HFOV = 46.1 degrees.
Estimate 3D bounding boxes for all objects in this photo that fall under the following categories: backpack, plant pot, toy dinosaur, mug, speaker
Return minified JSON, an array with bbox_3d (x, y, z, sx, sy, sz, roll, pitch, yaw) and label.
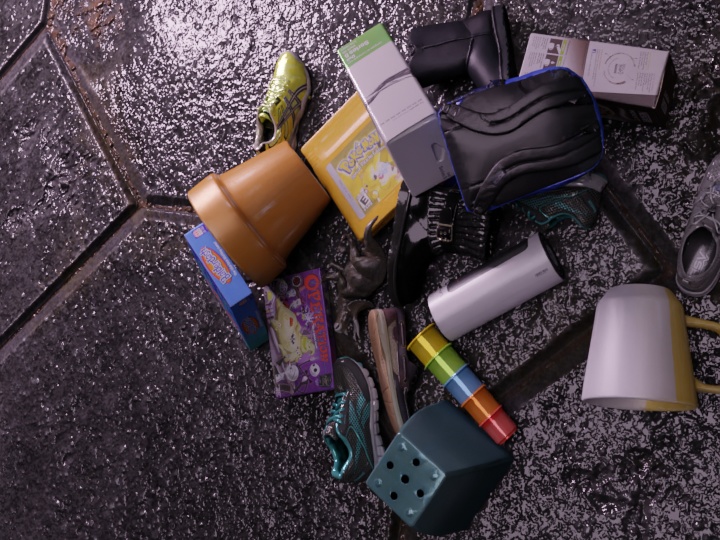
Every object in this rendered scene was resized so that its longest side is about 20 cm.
[{"bbox_3d":[0.223,-0.186,1.140,0.197,0.168,0.165,-19,97,19],"label":"backpack"},{"bbox_3d":[-0.155,-0.108,1.407,0.182,0.200,0.201,-39,68,1],"label":"plant pot"},{"bbox_3d":[0.000,0.000,1.360,0.101,0.077,0.202,29,108,0],"label":"toy dinosaur"},{"bbox_3d":[0.101,0.287,1.215,0.141,0.199,0.143,38,101,26],"label":"plant pot"},{"bbox_3d":[0.389,0.107,1.144,0.149,0.184,0.157,-17,64,57],"label":"mug"},{"bbox_3d":[0.200,0.027,1.262,0.198,0.081,0.082,-31,72,21],"label":"speaker"}]

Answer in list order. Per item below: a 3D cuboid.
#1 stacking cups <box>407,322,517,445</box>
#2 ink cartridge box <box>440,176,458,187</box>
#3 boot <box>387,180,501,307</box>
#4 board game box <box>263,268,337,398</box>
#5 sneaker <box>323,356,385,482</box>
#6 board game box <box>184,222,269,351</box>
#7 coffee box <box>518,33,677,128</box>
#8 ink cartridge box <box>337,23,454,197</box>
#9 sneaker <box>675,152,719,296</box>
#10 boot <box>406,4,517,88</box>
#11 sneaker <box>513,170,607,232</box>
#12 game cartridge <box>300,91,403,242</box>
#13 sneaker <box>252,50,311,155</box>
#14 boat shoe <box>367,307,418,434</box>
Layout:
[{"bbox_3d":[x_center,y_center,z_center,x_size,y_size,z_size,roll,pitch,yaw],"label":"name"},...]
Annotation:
[{"bbox_3d":[0.152,0.175,1.269,0.060,0.060,0.201,-43,74,16],"label":"stacking cups"},{"bbox_3d":[0.093,-0.155,1.363,0.199,0.037,0.095,41,103,23],"label":"ink cartridge box"},{"bbox_3d":[0.126,-0.030,1.283,0.155,0.079,0.215,14,114,18],"label":"boot"},{"bbox_3d":[-0.101,0.108,1.437,0.118,0.032,0.205,-13,78,21],"label":"board game box"},{"bbox_3d":[-0.020,0.236,1.327,0.077,0.090,0.204,-28,69,45],"label":"sneaker"},{"bbox_3d":[-0.219,0.031,1.412,0.045,0.201,0.153,-32,67,-11],"label":"board game box"},{"bbox_3d":[0.338,-0.269,1.205,0.197,0.113,0.082,16,91,28],"label":"coffee box"},{"bbox_3d":[0.056,-0.232,1.235,0.083,0.146,0.202,-28,57,6],"label":"ink cartridge box"},{"bbox_3d":[0.475,-0.064,1.128,0.074,0.082,0.204,16,91,27],"label":"sneaker"},{"bbox_3d":[0.158,-0.304,1.319,0.165,0.076,0.205,-11,72,22],"label":"boot"},{"bbox_3d":[0.261,-0.104,1.251,0.196,0.077,0.093,6,92,29],"label":"sneaker"},{"bbox_3d":[0.012,-0.179,1.371,0.176,0.032,0.202,-42,70,20],"label":"game cartridge"},{"bbox_3d":[-0.138,-0.284,1.471,0.074,0.076,0.205,5,86,29],"label":"sneaker"},{"bbox_3d":[0.060,0.157,1.326,0.063,0.072,0.204,-11,84,-10],"label":"boat shoe"}]
